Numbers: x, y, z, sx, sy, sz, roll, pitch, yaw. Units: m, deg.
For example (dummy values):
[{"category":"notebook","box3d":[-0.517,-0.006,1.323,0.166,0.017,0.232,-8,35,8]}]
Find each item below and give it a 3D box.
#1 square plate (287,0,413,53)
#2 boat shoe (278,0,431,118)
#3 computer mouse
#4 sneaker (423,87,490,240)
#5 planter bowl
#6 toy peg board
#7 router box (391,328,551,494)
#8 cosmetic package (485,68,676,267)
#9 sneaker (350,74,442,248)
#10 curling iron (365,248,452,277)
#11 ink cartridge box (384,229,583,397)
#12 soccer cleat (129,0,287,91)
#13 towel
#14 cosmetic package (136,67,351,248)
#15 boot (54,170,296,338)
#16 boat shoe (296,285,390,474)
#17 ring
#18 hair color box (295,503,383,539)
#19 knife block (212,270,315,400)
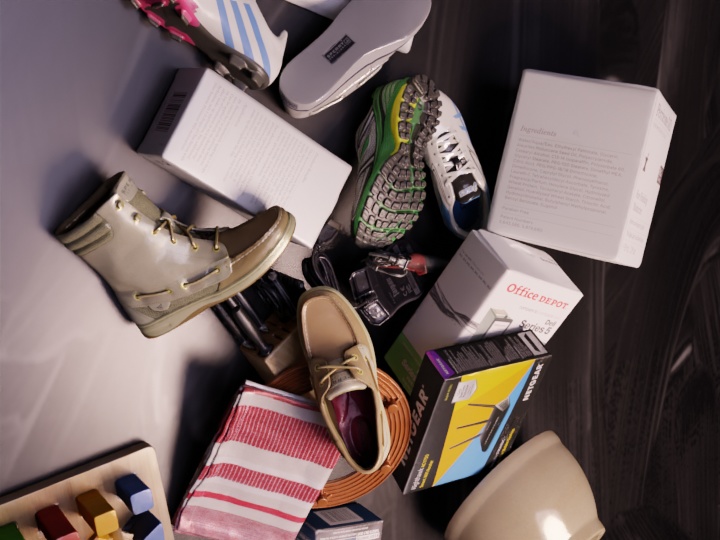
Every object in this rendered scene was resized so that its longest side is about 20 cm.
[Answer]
[{"category":"square plate","box3d":[0.009,-0.366,1.056,0.199,0.028,0.200,15,92,-36]},{"category":"boat shoe","box3d":[-0.006,-0.236,1.045,0.072,0.066,0.200,43,78,5]},{"category":"computer mouse","box3d":[0.000,0.000,1.101,0.141,0.046,0.200,59,39,-11]},{"category":"sneaker","box3d":[0.113,-0.125,1.148,0.072,0.072,0.201,-28,116,-10]},{"category":"planter bowl","box3d":[0.225,0.324,1.233,0.200,0.135,0.201,-34,151,-22]},{"category":"toy peg board","box3d":[-0.270,0.312,0.972,0.198,0.098,0.201,-18,110,-30]},{"category":"router box","box3d":[0.124,0.167,1.130,0.148,0.051,0.201,-9,134,-27]},{"category":"cosmetic package","box3d":[0.271,-0.121,1.172,0.165,0.164,0.202,4,100,-65]},{"category":"sneaker","box3d":[0.029,-0.119,1.085,0.078,0.085,0.201,26,76,-38]},{"category":"curling iron","box3d":[0.073,-0.005,1.123,0.199,0.049,0.026,5,104,-56]},{"category":"ink cartridge box","box3d":[0.147,0.066,1.157,0.145,0.084,0.201,15,118,-40]},{"category":"soccer cleat","box3d":[-0.153,-0.263,0.954,0.200,0.070,0.087,40,62,-36]},{"category":"towel","box3d":[-0.104,0.222,1.051,0.143,0.023,0.201,19,110,-22]},{"category":"cosmetic package","box3d":[-0.117,-0.114,0.999,0.199,0.071,0.102,32,81,-34]},{"category":"boot","box3d":[-0.178,-0.038,0.940,0.199,0.072,0.155,-32,117,12]},{"category":"boat shoe","box3d":[-0.014,0.114,0.992,0.074,0.066,0.201,-21,96,2]},{"category":"ring","box3d":[-0.038,0.187,1.072,0.199,0.019,0.202,-6,118,-11]},{"category":"hair color box","box3d":[-0.037,0.393,1.170,0.099,0.060,0.202,1,100,-34]},{"category":"knife block","box3d":[-0.091,0.099,1.068,0.175,0.064,0.202,4,98,-34]}]
